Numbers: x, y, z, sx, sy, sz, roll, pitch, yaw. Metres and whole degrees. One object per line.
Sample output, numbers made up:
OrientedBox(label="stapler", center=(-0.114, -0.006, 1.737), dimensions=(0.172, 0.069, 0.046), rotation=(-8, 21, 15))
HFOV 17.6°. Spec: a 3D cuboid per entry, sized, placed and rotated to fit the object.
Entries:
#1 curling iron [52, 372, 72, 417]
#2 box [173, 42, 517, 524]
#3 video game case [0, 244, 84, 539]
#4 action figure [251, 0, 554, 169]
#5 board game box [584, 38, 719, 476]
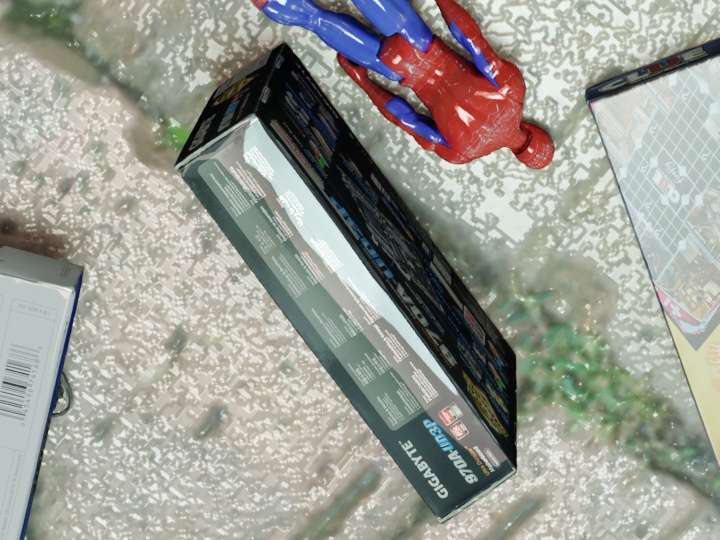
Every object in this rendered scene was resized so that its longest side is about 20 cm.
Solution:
OrientedBox(label="curling iron", center=(-0.241, 0.047, 1.147), dimensions=(0.198, 0.026, 0.050), rotation=(6, 102, -9))
OrientedBox(label="box", center=(0.000, 0.000, 1.069), dimensions=(0.046, 0.159, 0.200), rotation=(-34, 102, 12))
OrientedBox(label="video game case", center=(-0.241, 0.073, 1.107), dimensions=(0.180, 0.045, 0.201), rotation=(14, 106, -4))
OrientedBox(label="action figure", center=(0.014, -0.111, 1.095), dimensions=(0.200, 0.052, 0.065), rotation=(38, 109, -13))
OrientedBox(label="board game box", center=(0.203, -0.015, 1.119), dimensions=(0.135, 0.035, 0.201), rotation=(-19, 104, 7))
